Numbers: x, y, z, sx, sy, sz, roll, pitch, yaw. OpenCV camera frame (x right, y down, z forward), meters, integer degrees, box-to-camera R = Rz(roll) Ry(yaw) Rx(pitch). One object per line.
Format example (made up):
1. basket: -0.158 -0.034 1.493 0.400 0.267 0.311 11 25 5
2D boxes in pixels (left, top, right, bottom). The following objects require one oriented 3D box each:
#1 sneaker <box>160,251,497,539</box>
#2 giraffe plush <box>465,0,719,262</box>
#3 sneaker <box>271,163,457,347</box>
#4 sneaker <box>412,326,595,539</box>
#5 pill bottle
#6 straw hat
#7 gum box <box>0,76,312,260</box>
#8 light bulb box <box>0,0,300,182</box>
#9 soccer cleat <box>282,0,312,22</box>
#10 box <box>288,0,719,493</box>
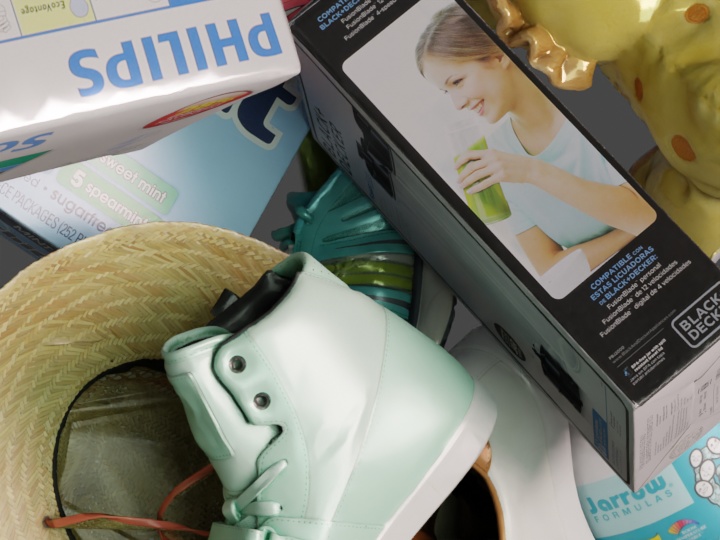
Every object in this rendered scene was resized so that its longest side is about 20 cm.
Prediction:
1. sneaker: -0.050 0.089 1.072 0.118 0.074 0.201 42 71 -19
2. giraffe plush: 0.118 -0.100 1.169 0.162 0.173 0.200 42 35 5
3. sneaker: 0.000 0.000 1.213 0.080 0.078 0.200 18 76 -6
4. sneaker: 0.052 0.124 1.202 0.085 0.073 0.200 -43 128 -35
5. pill bottle: 0.137 0.091 1.247 0.111 0.111 0.200 -38 105 -22
6. straw hat: -0.082 0.081 1.147 0.201 0.085 0.201 0 91 -16
7. gum box: -0.092 -0.101 1.170 0.170 0.045 0.200 35 75 -23
8. light bulb box: -0.156 -0.129 1.023 0.198 0.125 0.200 -16 87 -35
9. soccer cleat: -0.010 -0.126 1.154 0.073 0.068 0.200 48 66 -24
10. box: 0.060 -0.021 1.115 0.060 0.117 0.200 -39 73 -8
